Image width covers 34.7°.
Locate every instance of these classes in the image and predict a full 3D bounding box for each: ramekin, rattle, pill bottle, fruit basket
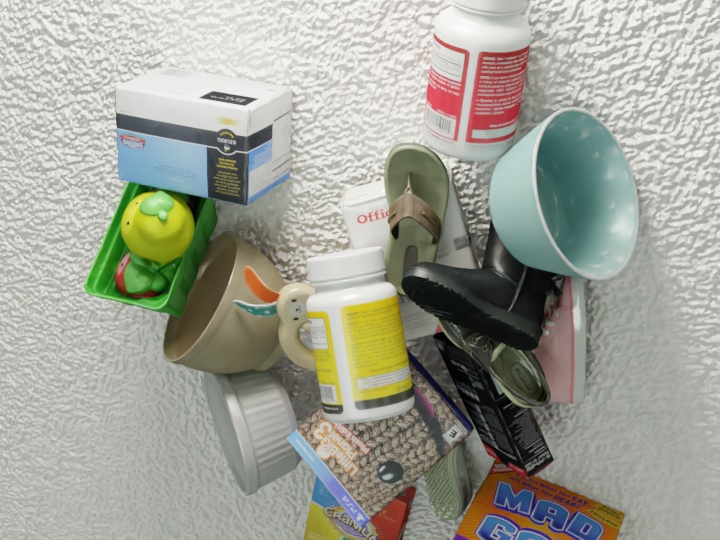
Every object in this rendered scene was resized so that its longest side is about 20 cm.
[{"bbox_3d":[-0.157,0.223,1.703,0.202,0.094,0.203,163,90,-73],"label":"ramekin"},{"bbox_3d":[-0.066,0.085,1.488,0.130,0.143,0.200,-36,126,26],"label":"rattle"},{"bbox_3d":[0.137,-0.238,1.336,0.112,0.112,0.200,17,123,18],"label":"pill bottle"},{"bbox_3d":[-0.286,-0.050,1.570,0.155,0.216,0.216,11,121,21],"label":"fruit basket"},{"bbox_3d":[-0.004,0.077,1.403,0.114,0.114,0.201,-7,95,29],"label":"pill bottle"}]

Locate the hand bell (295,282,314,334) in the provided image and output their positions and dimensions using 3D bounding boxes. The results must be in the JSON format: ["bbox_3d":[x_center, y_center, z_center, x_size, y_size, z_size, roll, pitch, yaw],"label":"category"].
[{"bbox_3d":[0.000,0.000,1.568,0.104,0.104,0.200,46,115,-3],"label":"hand bell"}]

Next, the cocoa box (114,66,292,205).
[{"bbox_3d":[-0.205,-0.180,1.521,0.200,0.133,0.132,12,116,19],"label":"cocoa box"}]

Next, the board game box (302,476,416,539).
[{"bbox_3d":[-0.007,0.395,1.806,0.153,0.040,0.200,21,124,15],"label":"board game box"}]

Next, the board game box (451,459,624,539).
[{"bbox_3d":[0.228,0.431,1.609,0.200,0.200,0.200,21,124,15],"label":"board game box"}]

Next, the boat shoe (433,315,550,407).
[{"bbox_3d":[0.168,0.090,1.428,0.201,0.072,0.066,49,169,-8],"label":"boat shoe"}]

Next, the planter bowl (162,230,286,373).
[{"bbox_3d":[-0.172,0.063,1.628,0.135,0.201,0.200,28,131,-24],"label":"planter bowl"}]

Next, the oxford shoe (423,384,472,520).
[{"bbox_3d":[0.121,0.259,1.661,0.075,0.058,0.201,-5,100,35],"label":"oxford shoe"}]

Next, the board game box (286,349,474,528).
[{"bbox_3d":[0.030,0.223,1.581,0.200,0.097,0.160,-42,82,4],"label":"board game box"}]

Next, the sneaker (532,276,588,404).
[{"bbox_3d":[0.241,0.086,1.482,0.104,0.075,0.201,4,123,13],"label":"sneaker"}]

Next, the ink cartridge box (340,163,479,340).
[{"bbox_3d":[0.073,-0.022,1.482,0.146,0.083,0.200,-14,111,8],"label":"ink cartridge box"}]

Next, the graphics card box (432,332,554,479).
[{"bbox_3d":[0.177,0.170,1.543,0.200,0.051,0.125,63,166,-16],"label":"graphics card box"}]

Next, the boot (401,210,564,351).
[{"bbox_3d":[0.158,-0.008,1.400,0.198,0.163,0.073,25,151,-8],"label":"boot"}]

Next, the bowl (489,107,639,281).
[{"bbox_3d":[0.226,-0.079,1.342,0.105,0.201,0.201,-14,110,45],"label":"bowl"}]

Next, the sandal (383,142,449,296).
[{"bbox_3d":[0.066,-0.057,1.391,0.080,0.057,0.201,2,112,4],"label":"sandal"}]
